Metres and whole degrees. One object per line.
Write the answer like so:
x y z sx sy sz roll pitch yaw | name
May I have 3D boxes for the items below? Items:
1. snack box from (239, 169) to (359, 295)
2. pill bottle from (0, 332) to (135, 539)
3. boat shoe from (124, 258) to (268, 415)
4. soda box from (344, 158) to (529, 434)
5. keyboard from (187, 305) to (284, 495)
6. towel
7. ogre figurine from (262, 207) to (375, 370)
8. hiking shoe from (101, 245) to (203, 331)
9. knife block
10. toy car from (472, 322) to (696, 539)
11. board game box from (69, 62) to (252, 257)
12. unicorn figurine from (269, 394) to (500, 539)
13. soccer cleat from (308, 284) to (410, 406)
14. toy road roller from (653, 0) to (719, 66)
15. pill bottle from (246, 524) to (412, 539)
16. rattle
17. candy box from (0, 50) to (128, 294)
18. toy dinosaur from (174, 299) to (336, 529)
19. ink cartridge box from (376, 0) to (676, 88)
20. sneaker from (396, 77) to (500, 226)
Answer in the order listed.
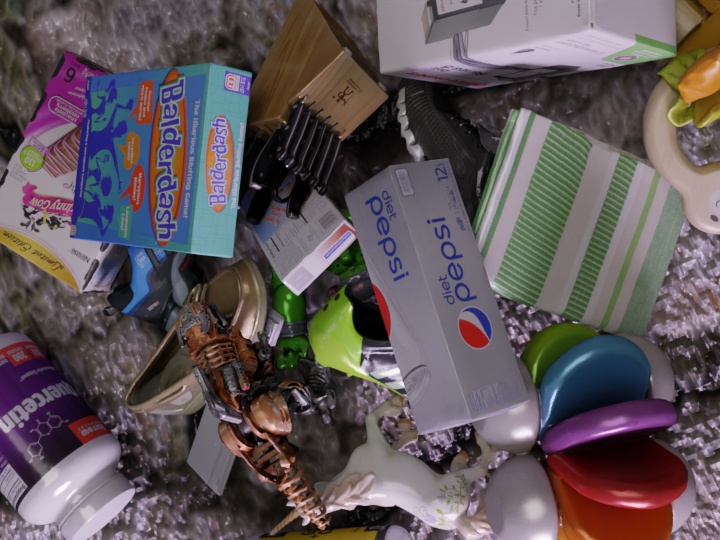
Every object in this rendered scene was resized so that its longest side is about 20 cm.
-0.064 -0.052 0.860 0.072 0.200 0.024 -45 122 5 | snack box
-0.312 0.164 0.948 0.200 0.112 0.112 45 99 10 | pill bottle
-0.151 0.066 0.896 0.201 0.063 0.073 -49 56 36 | boat shoe
0.056 0.019 0.756 0.068 0.063 0.201 -27 77 53 | soda box
-0.120 0.116 0.918 0.056 0.011 0.201 39 118 39 | keyboard
0.183 -0.036 0.817 0.199 0.023 0.153 17 94 -28 | towel
0.000 0.000 0.885 0.200 0.098 0.120 -22 95 24 | ogre figurine
-0.184 -0.043 0.932 0.086 0.074 0.201 15 92 -5 | hiking shoe
-0.068 -0.135 0.864 0.175 0.064 0.200 -40 37 13 | knife block
0.191 0.137 0.781 0.174 0.150 0.201 -6 81 -15 | toy car
-0.178 -0.095 0.846 0.200 0.045 0.153 6 90 45 | board game box
0.032 0.180 0.855 0.199 0.137 0.074 8 128 26 | unicorn figurine
0.052 0.073 0.840 0.199 0.068 0.081 22 127 -21 | soccer cleat
0.310 -0.276 0.818 0.123 0.146 0.200 50 137 10 | toy road roller
-0.051 0.292 0.881 0.199 0.112 0.112 -7 87 13 | pill bottle
0.300 -0.076 0.764 0.130 0.143 0.201 -7 99 -7 | rattle
-0.272 -0.096 0.971 0.136 0.061 0.200 29 96 12 | candy box
-0.086 0.118 0.811 0.102 0.136 0.201 -11 88 20 | toy dinosaur
0.132 -0.206 0.793 0.200 0.145 0.084 -1 92 42 | ink cartridge box
0.094 -0.101 0.856 0.090 0.066 0.201 -31 63 32 | sneaker
